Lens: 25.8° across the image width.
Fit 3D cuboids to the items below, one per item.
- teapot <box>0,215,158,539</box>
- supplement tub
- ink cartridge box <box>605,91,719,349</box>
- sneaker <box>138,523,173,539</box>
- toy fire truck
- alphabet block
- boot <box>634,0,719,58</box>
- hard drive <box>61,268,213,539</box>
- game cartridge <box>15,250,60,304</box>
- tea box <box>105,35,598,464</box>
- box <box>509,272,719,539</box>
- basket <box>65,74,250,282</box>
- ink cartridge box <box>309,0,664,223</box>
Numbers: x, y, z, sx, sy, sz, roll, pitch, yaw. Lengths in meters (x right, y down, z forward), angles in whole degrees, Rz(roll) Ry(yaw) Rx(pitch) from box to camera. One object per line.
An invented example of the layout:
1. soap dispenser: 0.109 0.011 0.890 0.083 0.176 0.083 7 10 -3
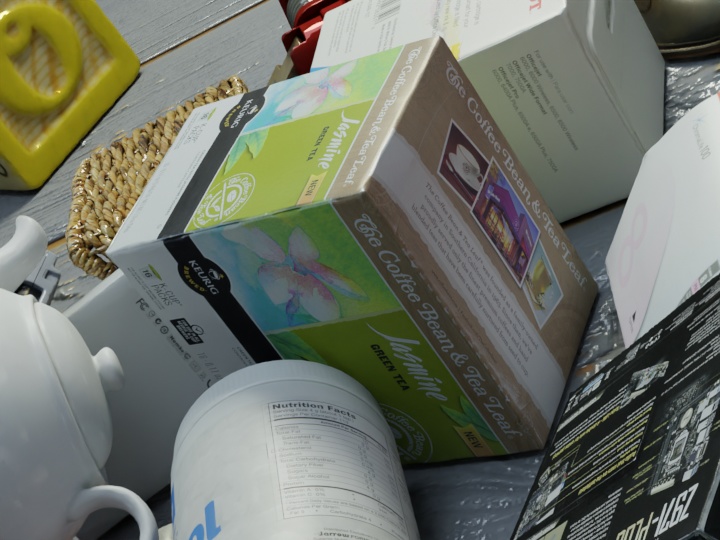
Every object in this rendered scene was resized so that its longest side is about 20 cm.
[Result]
1. teapot: -0.205 0.089 0.914 0.144 0.202 0.197 -21 12 -7
2. supplement tub: -0.031 0.153 0.808 0.131 0.132 0.201 -32 30 9
3. ink cartridge box: 0.181 -0.034 0.797 0.056 0.202 0.163 6 35 -4
4. sneaker: -0.129 0.220 0.868 0.084 0.078 0.200 -18 21 2
5. toy fire truck: -0.035 -0.196 1.328 0.198 0.130 0.176 -26 30 -1
6. alphabet block: -0.386 -0.213 1.633 0.199 0.196 0.197 4 51 48
7. boot: 0.198 -0.208 1.091 0.075 0.097 0.199 -46 31 -16
8. hard drive: -0.144 0.072 1.026 0.199 0.132 0.027 -37 19 6
9. game cartridge: -0.282 0.094 1.188 0.201 0.040 0.134 -75 8 -46
10. tea box: 0.000 0.000 0.914 0.195 0.201 0.134 -13 37 37
11. box: 0.143 0.096 0.657 0.165 0.086 0.200 -61 6 -36
12. basket: -0.111 -0.025 1.119 0.148 0.144 0.200 -28 24 3
13. ink cartridge box: 0.084 -0.117 1.040 0.198 0.145 0.148 -21 34 26
